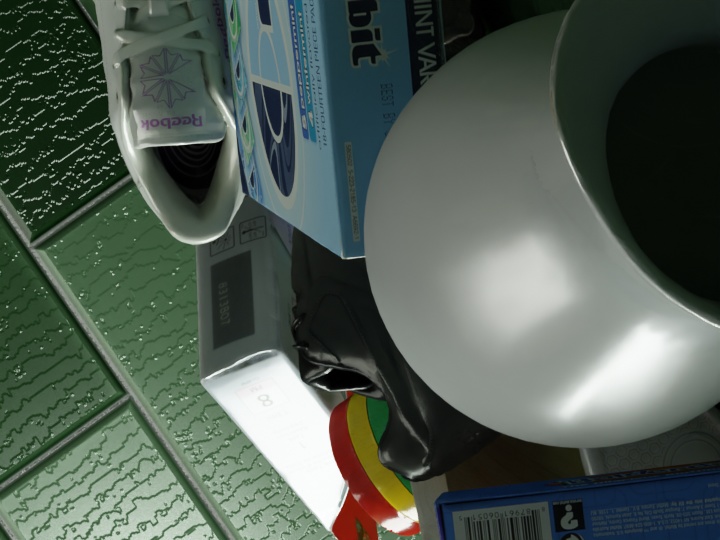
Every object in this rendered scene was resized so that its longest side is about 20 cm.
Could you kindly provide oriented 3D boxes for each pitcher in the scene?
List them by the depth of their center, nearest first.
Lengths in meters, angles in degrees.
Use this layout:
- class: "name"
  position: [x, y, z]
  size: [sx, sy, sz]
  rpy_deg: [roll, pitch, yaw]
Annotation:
- class: "pitcher"
  position: [0.091, 0.000, 0.644]
  size: [0.171, 0.121, 0.200]
  rpy_deg: [40, 165, -7]

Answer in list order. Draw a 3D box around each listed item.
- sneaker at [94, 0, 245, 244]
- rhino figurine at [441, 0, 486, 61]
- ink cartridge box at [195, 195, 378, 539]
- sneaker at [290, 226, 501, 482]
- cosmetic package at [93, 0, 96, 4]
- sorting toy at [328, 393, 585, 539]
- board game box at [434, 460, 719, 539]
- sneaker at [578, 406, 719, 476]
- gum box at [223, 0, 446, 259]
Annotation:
- class: "sneaker"
  position: [-0.070, -0.105, 0.959]
  size: [0.100, 0.074, 0.201]
  rpy_deg: [-94, -4, -62]
- class: "rhino figurine"
  position: [0.064, -0.026, 0.923]
  size: [0.201, 0.060, 0.087]
  rpy_deg: [55, 180, -17]
- class: "ink cartridge box"
  position: [-0.018, 0.039, 1.159]
  size: [0.200, 0.057, 0.163]
  rpy_deg: [50, -155, -42]
- class: "sneaker"
  position: [0.000, 0.000, 0.994]
  size: [0.076, 0.091, 0.201]
  rpy_deg: [34, -160, -53]
- class: "cosmetic package"
  position: [-0.098, -0.183, 1.167]
  size: [0.088, 0.103, 0.200]
  rpy_deg: [55, 173, 13]
- class: "sorting toy"
  position: [0.070, 0.129, 1.064]
  size: [0.200, 0.069, 0.200]
  rpy_deg: [33, -146, -40]
- class: "board game box"
  position: [0.110, 0.163, 0.761]
  size: [0.045, 0.151, 0.202]
  rpy_deg: [18, -114, -85]
- class: "sneaker"
  position: [0.144, 0.120, 1.024]
  size: [0.200, 0.071, 0.099]
  rpy_deg: [52, 170, -10]
- class: "gum box"
  position: [-0.015, -0.102, 0.845]
  size: [0.200, 0.044, 0.172]
  rpy_deg: [-144, 48, -76]
